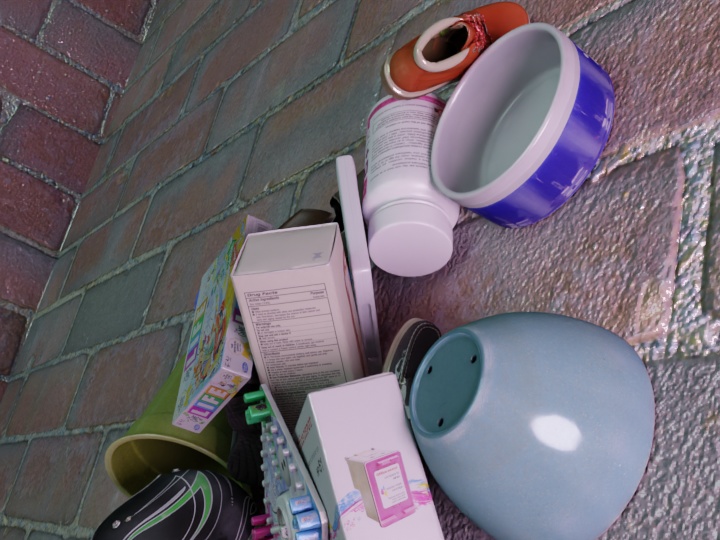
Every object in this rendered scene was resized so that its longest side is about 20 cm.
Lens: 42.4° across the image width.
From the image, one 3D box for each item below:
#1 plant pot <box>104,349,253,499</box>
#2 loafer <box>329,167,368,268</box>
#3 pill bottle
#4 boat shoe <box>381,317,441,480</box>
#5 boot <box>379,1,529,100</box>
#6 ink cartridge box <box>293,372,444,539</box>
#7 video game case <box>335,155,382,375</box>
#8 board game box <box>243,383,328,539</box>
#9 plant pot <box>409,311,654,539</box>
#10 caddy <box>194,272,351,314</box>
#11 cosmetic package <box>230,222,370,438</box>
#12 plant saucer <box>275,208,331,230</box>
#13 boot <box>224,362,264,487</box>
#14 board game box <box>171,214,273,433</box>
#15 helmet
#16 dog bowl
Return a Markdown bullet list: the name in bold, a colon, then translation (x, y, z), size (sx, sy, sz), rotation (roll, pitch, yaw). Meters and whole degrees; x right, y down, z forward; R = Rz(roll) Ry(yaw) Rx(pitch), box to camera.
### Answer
- **plant pot**: translation (-0.209, 0.205, 1.236), size (0.199, 0.199, 0.191), rotation (-37, 24, 40)
- **loafer**: translation (0.000, -0.086, 1.211), size (0.073, 0.070, 0.202), rotation (21, 85, 62)
- **pill bottle**: translation (0.059, -0.102, 1.076), size (0.113, 0.112, 0.202), rotation (-37, 37, 40)
- **boat shoe**: translation (0.054, 0.147, 0.923), size (0.064, 0.071, 0.203), rotation (-3, 67, 52)
- **boot**: translation (0.125, -0.259, 1.049), size (0.198, 0.076, 0.107), rotation (-30, 1, -19)
- **ink cartridge box**: translation (0.007, 0.208, 0.801), size (0.145, 0.083, 0.203), rotation (112, 145, -64)
- **video game case**: translation (0.000, 0.000, 1.065), size (0.202, 0.023, 0.184), rotation (-99, 1, -48)
- **board game box**: translation (-0.073, 0.245, 0.884), size (0.200, 0.025, 0.203), rotation (-127, 33, -55)
- **plant pot**: translation (0.119, 0.115, 0.763), size (0.200, 0.134, 0.202), rotation (-41, 34, 36)
- **caddy**: translation (-0.104, 0.041, 1.150), size (0.197, 0.106, 0.143), rotation (-8, 41, 7)
- **cosmetic package**: translation (-0.055, 0.064, 0.942), size (0.102, 0.203, 0.088), rotation (-5, 30, 9)
- **plant saucer**: translation (-0.126, -0.028, 1.318), size (0.200, 0.037, 0.200), rotation (-41, 7, 6)
- **boot**: translation (-0.109, 0.149, 1.060), size (0.202, 0.069, 0.133), rotation (99, 179, -47)
- **board game box**: translation (-0.149, 0.057, 1.013), size (0.135, 0.034, 0.202), rotation (-47, 29, 43)
- **helmet**: translation (-0.195, 0.328, 1.069), size (0.190, 0.202, 0.199), rotation (-34, 10, -34)
- **dog bowl**: translation (0.165, -0.150, 0.970), size (0.200, 0.078, 0.202), rotation (-40, 36, 37)
